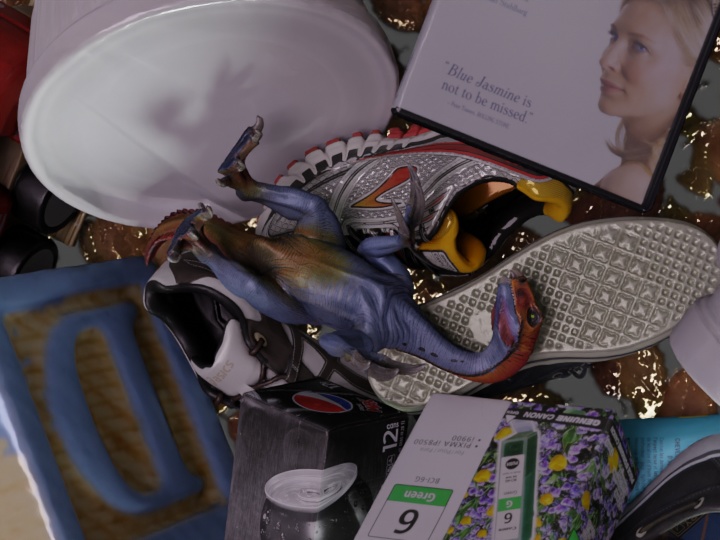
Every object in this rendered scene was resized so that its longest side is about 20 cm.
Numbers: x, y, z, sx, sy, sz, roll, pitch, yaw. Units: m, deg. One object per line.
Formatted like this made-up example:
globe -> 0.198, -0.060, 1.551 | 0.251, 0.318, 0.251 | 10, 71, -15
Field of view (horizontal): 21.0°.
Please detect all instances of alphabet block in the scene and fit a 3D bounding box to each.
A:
alphabet block -> -0.210, 0.120, 1.120 | 0.200, 0.196, 0.196 | -26, 82, 25

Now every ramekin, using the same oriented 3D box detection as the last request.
ramekin -> -0.087, -0.115, 1.044 | 0.202, 0.202, 0.094 | -30, 55, 25

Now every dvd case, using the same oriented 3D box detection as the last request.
dvd case -> 0.116, -0.146, 0.978 | 0.142, 0.018, 0.201 | 21, 90, -7

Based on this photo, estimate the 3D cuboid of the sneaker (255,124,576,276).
sneaker -> 0.026, -0.033, 1.042 | 0.200, 0.078, 0.082 | -24, 54, 27

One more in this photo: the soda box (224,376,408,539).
soda box -> -0.030, 0.163, 1.030 | 0.071, 0.063, 0.201 | 20, 109, 41

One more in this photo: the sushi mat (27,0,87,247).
sushi mat -> -0.174, -0.120, 1.181 | 0.096, 0.012, 0.200 | 31, 108, 18

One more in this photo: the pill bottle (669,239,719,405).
pill bottle -> 0.244, -0.016, 0.933 | 0.116, 0.116, 0.200 | 42, 111, 16

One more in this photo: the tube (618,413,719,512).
tube -> 0.136, 0.109, 1.038 | 0.199, 0.050, 0.078 | 0, 105, 21

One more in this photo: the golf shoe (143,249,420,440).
golf shoe -> -0.046, 0.066, 1.089 | 0.200, 0.094, 0.078 | 43, 118, 16

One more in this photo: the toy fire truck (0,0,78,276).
toy fire truck -> -0.257, -0.070, 1.107 | 0.128, 0.200, 0.176 | 31, 107, 19

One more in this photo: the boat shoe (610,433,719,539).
boat shoe -> 0.141, 0.164, 1.007 | 0.069, 0.057, 0.200 | 32, 123, -4

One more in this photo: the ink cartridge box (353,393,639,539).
ink cartridge box -> 0.049, 0.150, 0.946 | 0.109, 0.200, 0.050 | 3, 134, 33

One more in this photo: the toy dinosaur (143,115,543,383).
toy dinosaur -> 0.000, 0.000, 1.016 | 0.181, 0.200, 0.105 | 34, 82, -14

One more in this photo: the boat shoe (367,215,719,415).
boat shoe -> 0.099, 0.024, 1.038 | 0.199, 0.062, 0.075 | -22, 81, 16
